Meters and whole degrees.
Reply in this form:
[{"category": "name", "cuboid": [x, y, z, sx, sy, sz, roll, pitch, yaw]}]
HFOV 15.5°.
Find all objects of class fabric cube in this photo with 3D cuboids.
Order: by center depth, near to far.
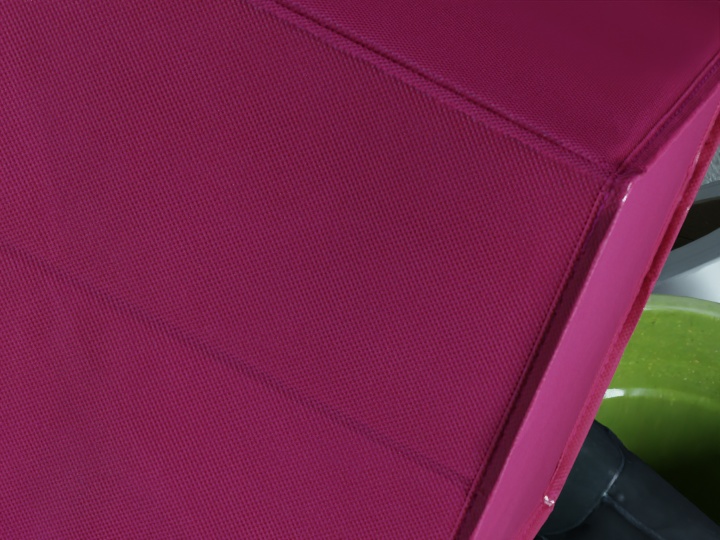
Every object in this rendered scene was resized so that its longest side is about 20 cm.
[{"category": "fabric cube", "cuboid": [-0.021, -0.014, 0.776, 0.196, 0.199, 0.201, -40, 155, -63]}]

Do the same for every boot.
[{"category": "boot", "cuboid": [0.117, 0.120, 0.982, 0.200, 0.066, 0.165, 36, -5, 8]}]

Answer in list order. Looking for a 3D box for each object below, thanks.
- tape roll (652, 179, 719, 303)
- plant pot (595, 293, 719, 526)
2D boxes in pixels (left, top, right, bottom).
[{"category": "tape roll", "cuboid": [0.168, 0.047, 1.323, 0.140, 0.202, 0.203, 68, 24, -10]}, {"category": "plant pot", "cuboid": [0.123, 0.147, 1.158, 0.190, 0.199, 0.201, 99, -2, -47]}]
